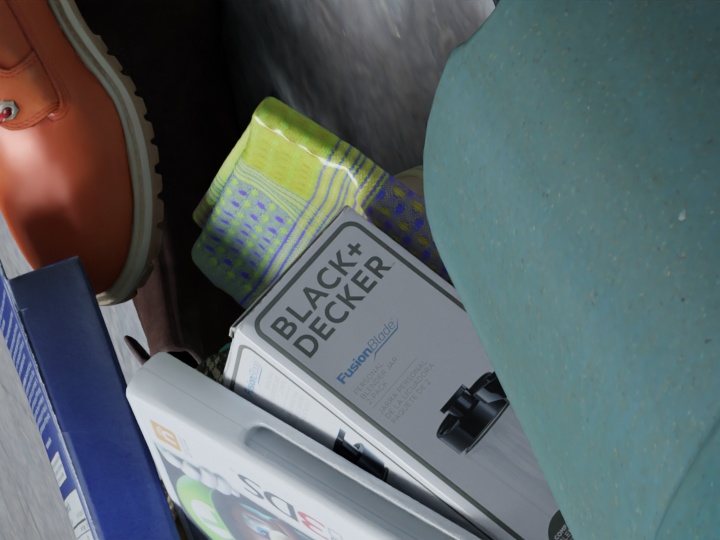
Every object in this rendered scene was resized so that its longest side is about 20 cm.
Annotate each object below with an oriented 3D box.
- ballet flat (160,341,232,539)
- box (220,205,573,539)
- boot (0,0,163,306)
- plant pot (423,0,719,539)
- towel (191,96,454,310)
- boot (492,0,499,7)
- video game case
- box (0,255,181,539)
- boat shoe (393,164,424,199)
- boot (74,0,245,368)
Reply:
[{"bbox_3d":[-0.050,0.100,1.116,0.200,0.067,0.076,101,-178,-61],"label":"ballet flat"},{"bbox_3d":[0.047,0.080,0.951,0.200,0.060,0.117,37,156,10],"label":"box"},{"bbox_3d":[-0.148,-0.072,1.102,0.075,0.107,0.201,-24,88,39],"label":"boot"},{"bbox_3d":[0.115,0.017,0.604,0.196,0.199,0.201,-122,18,-45],"label":"plant pot"},{"bbox_3d":[0.027,0.029,0.997,0.200,0.023,0.144,41,157,0],"label":"towel"},{"bbox_3d":[0.058,-0.137,0.726,0.168,0.076,0.200,83,162,-52],"label":"boot"},{"bbox_3d":[0.014,0.128,0.980,0.181,0.023,0.200,29,155,29],"label":"video game case"},{"bbox_3d":[-0.095,0.068,1.048,0.121,0.032,0.201,141,109,-79],"label":"box"},{"bbox_3d":[0.000,0.000,1.087,0.200,0.065,0.072,21,133,65],"label":"boat shoe"},{"bbox_3d":[-0.078,-0.041,1.181,0.200,0.072,0.167,68,-169,-58],"label":"boot"}]
